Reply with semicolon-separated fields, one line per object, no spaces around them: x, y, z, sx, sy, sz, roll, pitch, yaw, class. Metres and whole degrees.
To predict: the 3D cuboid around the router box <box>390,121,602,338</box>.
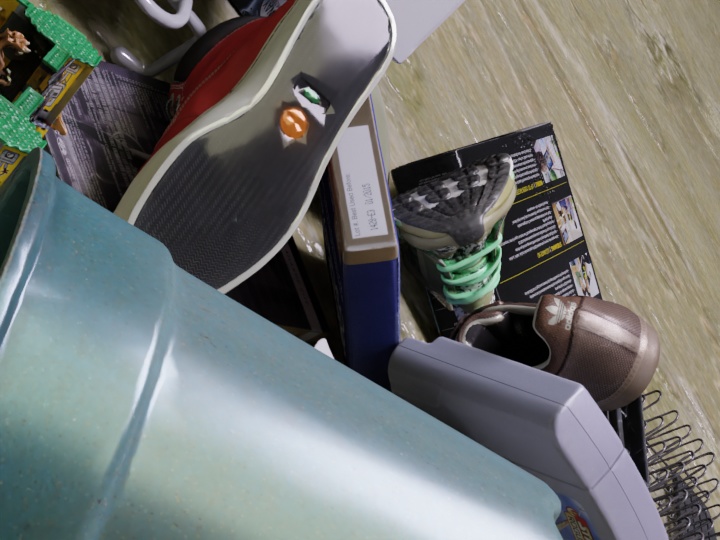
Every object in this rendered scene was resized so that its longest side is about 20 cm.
0.096;-0.013;1.274;0.200;0.051;0.150;-21;95;-65;router box

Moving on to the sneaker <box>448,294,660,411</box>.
0.073;0.045;1.047;0.075;0.200;0.071;30;61;-25;sneaker

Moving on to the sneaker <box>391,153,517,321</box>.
0.060;-0.011;1.080;0.200;0.077;0.089;-143;-151;-88;sneaker

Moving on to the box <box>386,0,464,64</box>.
0.004;-0.223;1.090;0.097;0.124;0.200;43;7;-35;box

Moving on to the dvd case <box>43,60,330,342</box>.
-0.098;-0.038;1.003;0.200;0.016;0.149;12;51;-58;dvd case

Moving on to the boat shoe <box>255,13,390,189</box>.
-0.029;-0.088;1.128;0.199;0.066;0.075;59;34;-64;boat shoe

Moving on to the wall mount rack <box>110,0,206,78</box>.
-0.146;-0.202;1.035;0.174;0.074;0.200;48;26;-32;wall mount rack

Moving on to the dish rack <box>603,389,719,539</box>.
0.212;0.151;1.343;0.200;0.054;0.154;47;28;-27;dish rack

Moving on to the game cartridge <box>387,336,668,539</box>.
0.098;0.125;1.015;0.042;0.133;0.200;-44;131;-23;game cartridge

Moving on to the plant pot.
-0.054;0.095;0.595;0.196;0.200;0.200;26;34;-13;plant pot

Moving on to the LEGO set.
-0.189;-0.057;0.724;0.154;0.116;0.200;35;17;-18;LEGO set

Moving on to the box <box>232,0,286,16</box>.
-0.069;-0.252;1.265;0.160;0.043;0.200;52;25;-18;box

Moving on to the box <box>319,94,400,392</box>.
0.000;0.000;1.048;0.200;0.032;0.121;85;-4;-54;box

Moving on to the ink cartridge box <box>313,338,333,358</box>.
-0.039;0.139;0.833;0.162;0.050;0.200;66;26;-11;ink cartridge box

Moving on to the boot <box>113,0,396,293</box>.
-0.079;-0.055;0.959;0.072;0.144;0.200;46;65;-22;boot
